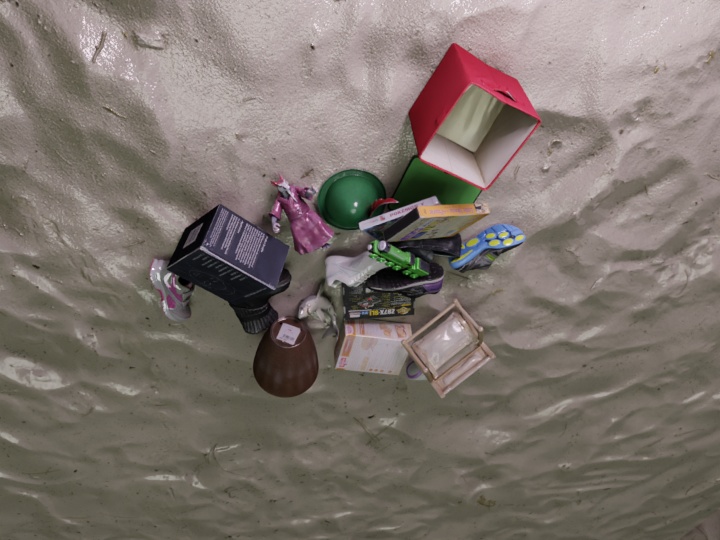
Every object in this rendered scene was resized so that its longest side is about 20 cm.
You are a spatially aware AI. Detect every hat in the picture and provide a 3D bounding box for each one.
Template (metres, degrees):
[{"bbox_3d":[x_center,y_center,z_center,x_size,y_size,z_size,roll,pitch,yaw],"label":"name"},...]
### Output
[{"bbox_3d":[-0.011,-0.117,1.279,0.164,0.177,0.201,-5,132,-3],"label":"hat"}]

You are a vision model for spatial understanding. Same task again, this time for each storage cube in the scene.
[{"bbox_3d":[0.214,-0.302,1.131,0.170,0.181,0.200,20,129,-21],"label":"storage cube"}]

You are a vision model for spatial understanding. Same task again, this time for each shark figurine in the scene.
[{"bbox_3d":[-0.119,0.104,1.562,0.089,0.129,0.215,3,157,26],"label":"shark figurine"}]

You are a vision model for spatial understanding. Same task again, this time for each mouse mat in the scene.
[{"bbox_3d":[0.180,-0.180,1.356,0.198,0.008,0.162,15,130,-17],"label":"mouse mat"}]

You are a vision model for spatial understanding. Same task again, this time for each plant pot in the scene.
[{"bbox_3d":[-0.196,0.213,1.535,0.185,0.188,0.201,3,145,-8],"label":"plant pot"}]

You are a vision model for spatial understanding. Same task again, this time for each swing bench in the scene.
[{"bbox_3d":[0.249,0.223,1.607,0.198,0.130,0.200,-37,141,-2],"label":"swing bench"}]

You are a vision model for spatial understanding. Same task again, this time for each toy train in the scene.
[{"bbox_3d":[0.092,-0.026,1.338,0.056,0.042,0.199,-13,155,38],"label":"toy train"}]

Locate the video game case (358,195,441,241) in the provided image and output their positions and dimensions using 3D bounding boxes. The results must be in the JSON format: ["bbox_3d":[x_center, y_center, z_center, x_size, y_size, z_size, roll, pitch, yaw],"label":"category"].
[{"bbox_3d":[0.108,-0.111,1.326,0.181,0.023,0.200,-18,168,14],"label":"video game case"}]

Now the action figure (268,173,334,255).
[{"bbox_3d":[-0.138,-0.139,1.321,0.133,0.149,0.201,-26,110,8],"label":"action figure"}]

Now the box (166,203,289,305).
[{"bbox_3d":[-0.307,-0.029,1.329,0.196,0.125,0.199,34,148,-29],"label":"box"}]

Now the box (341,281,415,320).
[{"bbox_3d":[0.049,0.058,1.534,0.198,0.050,0.161,-5,135,-2],"label":"box"}]

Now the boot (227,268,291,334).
[{"bbox_3d":[-0.248,0.081,1.507,0.209,0.080,0.159,-13,126,21],"label":"boot"}]

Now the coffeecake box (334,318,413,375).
[{"bbox_3d":[0.034,0.221,1.666,0.198,0.073,0.154,8,131,-12],"label":"coffeecake box"}]

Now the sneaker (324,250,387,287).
[{"bbox_3d":[0.000,0.000,1.421,0.199,0.081,0.070,-10,157,29],"label":"sneaker"}]

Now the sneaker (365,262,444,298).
[{"bbox_3d":[0.112,0.043,1.449,0.198,0.076,0.088,-5,136,-2],"label":"sneaker"}]

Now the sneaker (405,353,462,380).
[{"bbox_3d":[0.235,0.275,1.750,0.199,0.075,0.099,-32,147,22],"label":"sneaker"}]

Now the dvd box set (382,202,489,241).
[{"bbox_3d":[0.169,-0.107,1.279,0.198,0.030,0.146,-7,166,-31],"label":"dvd box set"}]

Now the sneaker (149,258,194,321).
[{"bbox_3d":[-0.464,0.054,1.465,0.087,0.082,0.201,-6,133,3],"label":"sneaker"}]

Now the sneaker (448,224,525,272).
[{"bbox_3d":[0.321,-0.053,1.452,0.198,0.071,0.083,-27,143,20],"label":"sneaker"}]

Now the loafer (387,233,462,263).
[{"bbox_3d":[0.158,-0.054,1.397,0.199,0.071,0.068,-4,172,-19],"label":"loafer"}]
